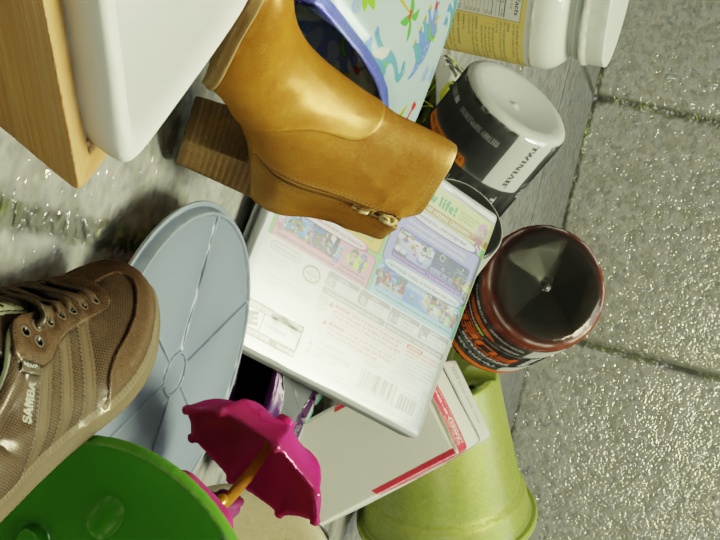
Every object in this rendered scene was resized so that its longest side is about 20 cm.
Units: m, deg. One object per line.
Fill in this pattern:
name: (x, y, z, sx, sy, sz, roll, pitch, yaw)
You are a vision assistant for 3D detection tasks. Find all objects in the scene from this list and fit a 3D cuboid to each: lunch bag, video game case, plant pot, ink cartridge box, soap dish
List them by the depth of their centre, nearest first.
soap dish: (-0.105, -0.159, 0.551, 0.201, 0.081, 0.158, 90, 20, -45)
lunch bag: (-0.006, -0.179, 0.838, 0.200, 0.127, 0.171, 95, 14, -70)
video game case: (0.000, 0.000, 0.997, 0.199, 0.022, 0.183, 31, 74, -36)
ink cartridge box: (0.022, 0.147, 1.216, 0.085, 0.144, 0.200, 63, 11, 8)
plant pot: (0.086, 0.187, 1.499, 0.201, 0.199, 0.186, -53, 141, -58)

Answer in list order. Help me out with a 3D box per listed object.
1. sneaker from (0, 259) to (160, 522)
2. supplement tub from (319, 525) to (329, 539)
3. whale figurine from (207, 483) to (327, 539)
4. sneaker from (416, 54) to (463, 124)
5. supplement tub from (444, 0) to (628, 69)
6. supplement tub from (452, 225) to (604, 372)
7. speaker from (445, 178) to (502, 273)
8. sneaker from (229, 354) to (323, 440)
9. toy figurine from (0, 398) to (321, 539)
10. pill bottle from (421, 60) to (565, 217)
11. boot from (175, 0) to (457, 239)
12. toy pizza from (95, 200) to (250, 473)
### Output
sneaker: (-0.145, 0.037, 0.612, 0.200, 0.070, 0.076, -60, 154, -53)
supplement tub: (-0.086, 0.271, 1.003, 0.107, 0.106, 0.201, 79, 28, -60)
whale figurine: (-0.089, 0.240, 0.896, 0.104, 0.158, 0.201, 125, -24, -56)
sneaker: (0.078, -0.150, 1.360, 0.085, 0.074, 0.200, -44, -172, 17)
supplement tub: (0.102, -0.235, 1.060, 0.145, 0.199, 0.147, 14, 90, -77)
supplement tub: (0.136, 0.032, 1.238, 0.200, 0.106, 0.108, 130, -21, -74)
speaker: (0.041, 0.013, 1.167, 0.200, 0.081, 0.081, -57, -175, 48)
sneaker: (-0.049, 0.051, 1.013, 0.088, 0.074, 0.201, 75, 32, -55)
toy figurine: (-0.095, 0.145, 0.731, 0.200, 0.150, 0.184, -51, 172, 25)
pill bottle: (0.081, -0.078, 1.230, 0.200, 0.106, 0.106, -51, -179, 32)
boot: (-0.013, -0.089, 0.745, 0.201, 0.143, 0.071, 123, -18, -59)
toy pizza: (-0.120, 0.055, 0.806, 0.200, 0.032, 0.202, 16, 90, -73)
